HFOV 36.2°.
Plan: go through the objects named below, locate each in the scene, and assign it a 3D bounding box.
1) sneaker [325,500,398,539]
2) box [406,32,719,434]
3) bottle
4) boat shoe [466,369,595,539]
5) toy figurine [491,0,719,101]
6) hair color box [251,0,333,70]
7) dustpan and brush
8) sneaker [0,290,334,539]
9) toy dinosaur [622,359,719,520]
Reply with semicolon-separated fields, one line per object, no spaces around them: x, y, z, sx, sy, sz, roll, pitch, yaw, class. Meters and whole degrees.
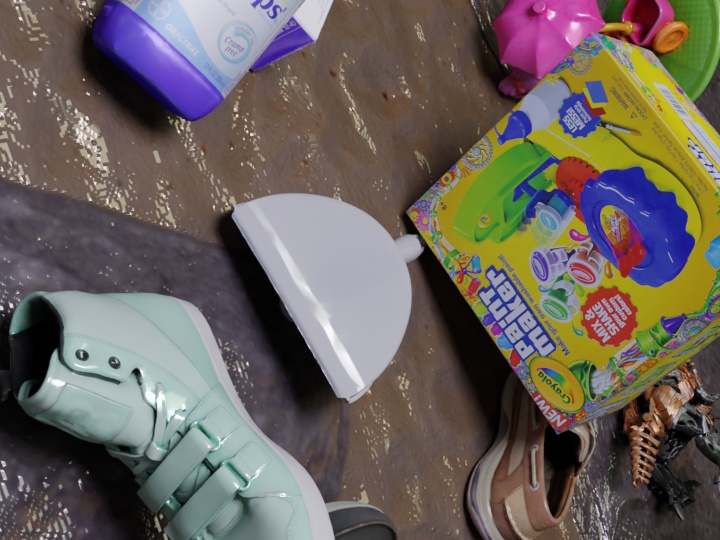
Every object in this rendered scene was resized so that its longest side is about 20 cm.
-0.019;0.189;0.564;0.200;0.106;0.075;-23;115;-48;sneaker
0.177;-0.025;0.791;0.122;0.193;0.200;-6;57;-55;box
-0.062;-0.183;0.627;0.083;0.065;0.200;42;85;-31;bottle
0.146;0.129;0.840;0.076;0.072;0.200;53;41;-24;boat shoe
0.193;-0.197;0.994;0.183;0.200;0.151;-3;54;-32;toy figurine
-0.096;-0.239;0.695;0.200;0.065;0.110;47;44;-32;hair color box
0.000;0.000;0.735;0.200;0.057;0.140;-27;85;-46;dustpan and brush
-0.097;0.089;0.506;0.118;0.074;0.201;11;35;-51;sneaker
0.281;0.149;1.013;0.200;0.102;0.136;-34;88;-34;toy dinosaur
